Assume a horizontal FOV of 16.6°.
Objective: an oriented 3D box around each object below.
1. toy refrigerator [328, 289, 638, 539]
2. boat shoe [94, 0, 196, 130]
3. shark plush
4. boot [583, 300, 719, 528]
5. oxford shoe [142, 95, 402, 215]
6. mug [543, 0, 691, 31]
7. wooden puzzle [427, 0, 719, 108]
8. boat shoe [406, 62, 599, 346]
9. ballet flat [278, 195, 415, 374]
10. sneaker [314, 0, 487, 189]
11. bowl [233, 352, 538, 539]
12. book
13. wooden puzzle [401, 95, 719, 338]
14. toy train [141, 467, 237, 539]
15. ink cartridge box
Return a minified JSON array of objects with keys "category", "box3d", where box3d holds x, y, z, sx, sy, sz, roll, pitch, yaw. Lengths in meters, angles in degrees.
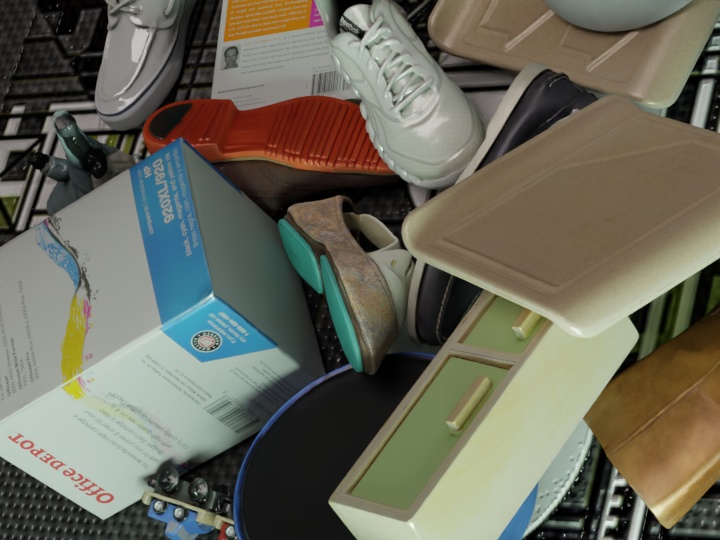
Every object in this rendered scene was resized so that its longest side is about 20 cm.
[{"category":"toy refrigerator","box3d":[0.073,0.085,1.470,0.076,0.070,0.200,10,54,49]},{"category":"boat shoe","box3d":[-0.167,-0.206,1.891,0.073,0.065,0.201,-1,63,34]},{"category":"shark plush","box3d":[-0.200,-0.057,1.756,0.083,0.200,0.092,21,86,8]},{"category":"boot","box3d":[0.215,0.030,1.501,0.200,0.068,0.189,-43,53,17]},{"category":"oxford shoe","box3d":[-0.052,-0.076,1.741,0.198,0.073,0.071,6,43,20]},{"category":"mug","box3d":[0.135,-0.261,1.595,0.186,0.153,0.150,22,78,37]},{"category":"wooden puzzle","box3d":[0.167,-0.204,1.673,0.199,0.046,0.186,20,76,36]},{"category":"boat shoe","box3d":[0.094,-0.036,1.601,0.062,0.073,0.201,25,84,23]},{"category":"ballet flat","box3d":[0.000,0.000,1.626,0.067,0.069,0.200,-17,32,-9]},{"category":"sneaker","box3d":[0.020,-0.133,1.672,0.075,0.081,0.200,-35,52,0]},{"category":"bowl","box3d":[0.011,0.135,1.546,0.199,0.039,0.202,-15,45,15]},{"category":"book","box3d":[-0.036,-0.198,1.809,0.133,0.048,0.202,-7,60,27]},{"category":"wooden puzzle","box3d":[0.145,-0.032,1.483,0.184,0.037,0.200,-31,30,-18]},{"category":"toy train","box3d":[-0.069,0.172,1.618,0.199,0.034,0.046,16,85,39]},{"category":"ink cartridge box","box3d":[-0.151,0.042,1.675,0.199,0.147,0.145,-29,50,17]}]
